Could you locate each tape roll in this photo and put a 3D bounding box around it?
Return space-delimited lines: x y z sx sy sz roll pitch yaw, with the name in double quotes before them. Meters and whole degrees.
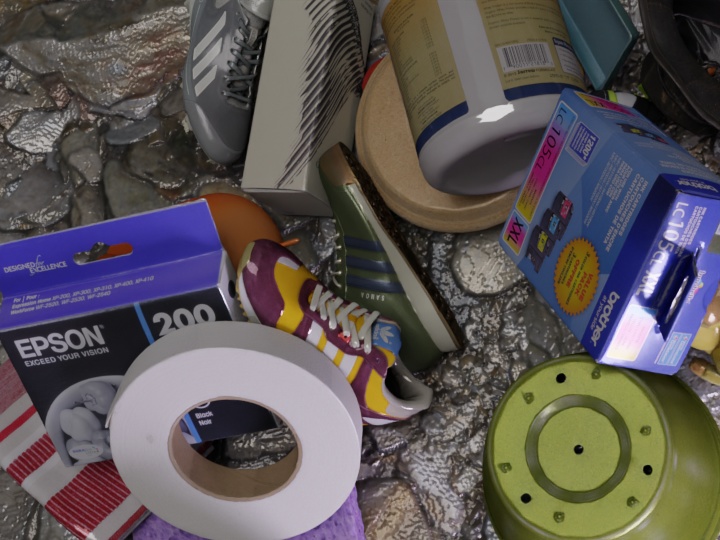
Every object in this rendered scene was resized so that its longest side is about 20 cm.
"tape roll" -0.098 0.130 1.094 0.200 0.204 0.037 -12 32 12

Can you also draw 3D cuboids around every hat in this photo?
"hat" 0.279 -0.171 1.138 0.198 0.081 0.203 15 56 -24

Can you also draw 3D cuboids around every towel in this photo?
"towel" -0.243 0.137 1.218 0.199 0.023 0.144 37 67 20

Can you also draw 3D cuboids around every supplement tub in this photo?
"supplement tub" 0.095 -0.177 1.113 0.143 0.144 0.202 -18 72 11

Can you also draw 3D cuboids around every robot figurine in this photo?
"robot figurine" -0.141 0.001 1.173 0.199 0.143 0.118 -16 45 48

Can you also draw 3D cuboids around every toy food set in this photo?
"toy food set" 0.087 -0.129 1.205 0.195 0.049 0.203 9 79 18

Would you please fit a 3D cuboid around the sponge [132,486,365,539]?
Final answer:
"sponge" -0.094 0.232 1.176 0.198 0.030 0.113 -18 71 12

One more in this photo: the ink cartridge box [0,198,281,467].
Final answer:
"ink cartridge box" -0.180 0.055 1.100 0.196 0.202 0.044 -12 30 14

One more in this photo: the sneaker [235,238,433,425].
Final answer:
"sneaker" -0.016 0.044 1.096 0.089 0.200 0.075 -12 42 32

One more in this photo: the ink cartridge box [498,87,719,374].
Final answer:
"ink cartridge box" 0.189 -0.022 0.978 0.200 0.076 0.138 54 130 52

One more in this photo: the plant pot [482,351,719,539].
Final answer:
"plant pot" 0.173 0.143 1.036 0.198 0.193 0.203 -4 75 14

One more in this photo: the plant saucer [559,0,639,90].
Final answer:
"plant saucer" 0.180 -0.250 1.192 0.019 0.070 0.202 -10 60 -25

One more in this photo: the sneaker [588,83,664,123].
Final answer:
"sneaker" 0.220 -0.054 1.136 0.082 0.072 0.203 2 87 -6

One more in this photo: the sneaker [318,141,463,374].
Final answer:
"sneaker" 0.000 0.000 1.170 0.089 0.067 0.202 -32 88 13

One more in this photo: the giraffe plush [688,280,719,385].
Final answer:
"giraffe plush" 0.326 0.012 1.041 0.172 0.200 0.163 30 79 43

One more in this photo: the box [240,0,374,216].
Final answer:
"box" -0.045 -0.155 1.228 0.068 0.082 0.203 3 78 26

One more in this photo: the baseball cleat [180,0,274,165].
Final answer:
"baseball cleat" -0.113 -0.200 1.257 0.106 0.069 0.203 -20 70 37
